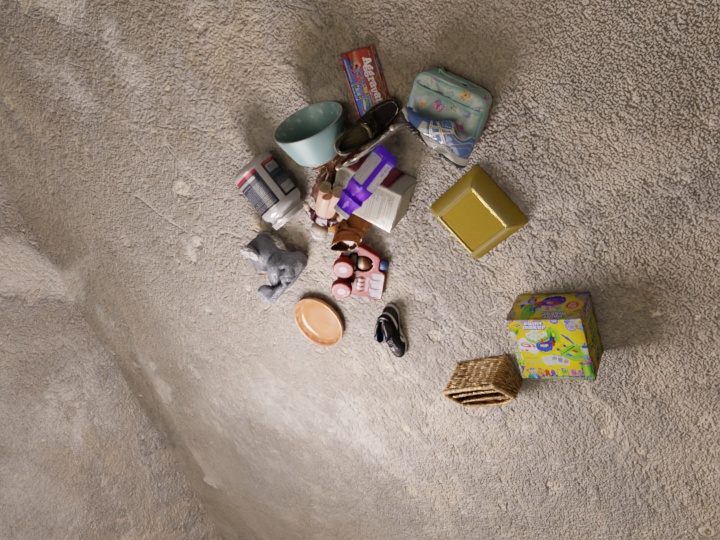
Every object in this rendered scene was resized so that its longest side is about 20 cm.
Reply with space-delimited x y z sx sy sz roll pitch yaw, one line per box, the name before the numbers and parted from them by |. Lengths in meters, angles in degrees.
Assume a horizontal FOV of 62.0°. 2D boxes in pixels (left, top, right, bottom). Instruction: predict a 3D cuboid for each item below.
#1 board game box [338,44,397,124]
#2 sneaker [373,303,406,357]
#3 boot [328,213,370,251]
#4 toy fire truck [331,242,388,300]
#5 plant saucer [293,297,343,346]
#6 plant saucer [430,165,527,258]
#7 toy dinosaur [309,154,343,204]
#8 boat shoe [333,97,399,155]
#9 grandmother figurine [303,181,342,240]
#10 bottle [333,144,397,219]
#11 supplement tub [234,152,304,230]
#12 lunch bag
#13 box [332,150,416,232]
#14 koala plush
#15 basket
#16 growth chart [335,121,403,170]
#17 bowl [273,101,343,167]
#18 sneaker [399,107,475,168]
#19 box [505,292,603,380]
board game box | 0.020 -0.464 1.538 0.101 0.019 0.203 -3 119 34
sneaker | 0.087 0.218 1.914 0.072 0.112 0.203 5 124 31
boot | -0.059 -0.113 1.738 0.198 0.156 0.074 -16 129 40
toy fire truck | 0.000 0.000 1.836 0.165 0.113 0.202 7 129 -1
plant saucer | -0.142 0.175 2.088 0.197 0.038 0.203 17 128 22
plant saucer | 0.298 -0.137 1.566 0.200 0.049 0.200 46 135 -3
toy dinosaur | -0.102 -0.246 1.675 0.084 0.136 0.204 11 103 -4
boat shoe | 0.020 -0.355 1.510 0.199 0.065 0.073 -39 110 8
grandmother figurine | -0.104 -0.158 1.665 0.120 0.061 0.201 27 143 6
bottle | 0.009 -0.222 1.523 0.065 0.083 0.201 41 100 10
supplement tub | -0.270 -0.239 1.805 0.140 0.140 0.201 -31 101 43
lunch bag | 0.204 -0.387 1.429 0.198 0.077 0.162 27 133 13
box | 0.035 -0.219 1.639 0.198 0.109 0.129 29 132 13
koala plush | -0.290 -0.035 1.956 0.200 0.177 0.184 43 123 0
basket | 0.370 0.363 1.805 0.198 0.149 0.144 -17 111 39
growth chart | 0.035 -0.319 1.520 0.198 0.145 0.018 -33 96 23
bowl | -0.123 -0.353 1.602 0.198 0.202 0.106 3 136 31
sneaker | 0.180 -0.324 1.399 0.199 0.076 0.078 37 111 4
box | 0.517 0.175 1.592 0.197 0.122 0.195 -4 119 36
